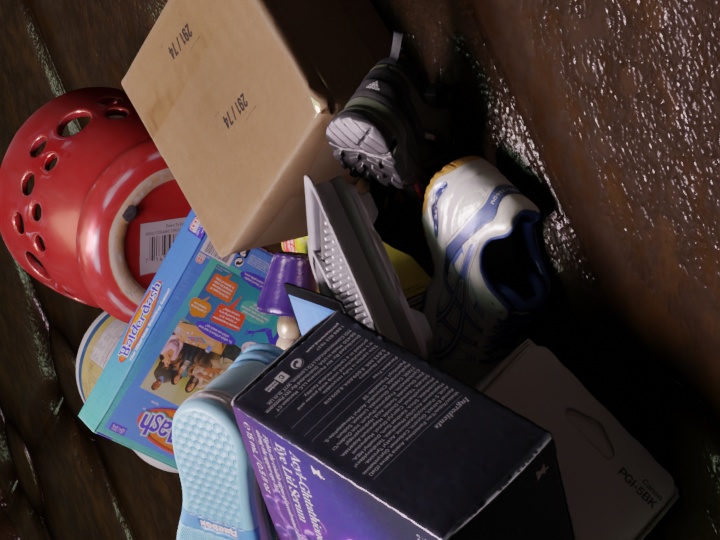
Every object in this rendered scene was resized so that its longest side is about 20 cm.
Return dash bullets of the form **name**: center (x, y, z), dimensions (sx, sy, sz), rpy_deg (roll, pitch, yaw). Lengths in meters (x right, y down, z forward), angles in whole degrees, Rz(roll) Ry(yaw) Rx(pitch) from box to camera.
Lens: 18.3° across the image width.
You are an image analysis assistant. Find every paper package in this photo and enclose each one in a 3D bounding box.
- **paper package**: center (-0.070, -0.142, 1.691), dimensions (0.192, 0.103, 0.200), rpy_deg (59, 141, 20)

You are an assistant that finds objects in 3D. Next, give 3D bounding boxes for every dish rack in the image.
- **dish rack**: center (0.010, 0.028, 1.589), dimensions (0.200, 0.043, 0.173), rpy_deg (87, 161, -69)

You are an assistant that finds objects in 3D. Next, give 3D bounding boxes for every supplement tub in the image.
- **supplement tub**: center (-0.188, 0.116, 2.220), dimensions (0.200, 0.144, 0.146), rpy_deg (28, 134, 60)

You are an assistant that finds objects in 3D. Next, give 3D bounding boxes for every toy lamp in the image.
- **toy lamp**: center (-0.061, 0.086, 1.795), dimensions (0.058, 0.058, 0.202), rpy_deg (-167, 82, -65)

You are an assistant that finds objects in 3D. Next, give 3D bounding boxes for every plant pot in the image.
- **plant pot**: center (-0.213, -0.057, 2.070), dimensions (0.182, 0.199, 0.202), rpy_deg (23, 130, 52)

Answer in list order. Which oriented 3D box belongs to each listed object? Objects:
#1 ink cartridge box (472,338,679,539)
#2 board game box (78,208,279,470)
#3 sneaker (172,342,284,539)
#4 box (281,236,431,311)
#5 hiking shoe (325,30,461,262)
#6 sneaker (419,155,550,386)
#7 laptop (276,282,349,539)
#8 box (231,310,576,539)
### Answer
- **ink cartridge box**: center (0.111, 0.150, 1.538), dimensions (0.147, 0.083, 0.200), rpy_deg (45, 156, 4)
- **board game box**: center (-0.124, 0.071, 1.882), dimensions (0.201, 0.151, 0.045), rpy_deg (-60, 31, 1)
- **sneaker**: center (-0.067, 0.140, 1.553), dimensions (0.079, 0.131, 0.201), rpy_deg (20, 131, 21)
- **box**: center (0.000, 0.000, 1.785), dimensions (0.200, 0.050, 0.076), rpy_deg (50, 152, 43)
- **hiking shoe**: center (0.046, -0.079, 1.585), dimensions (0.075, 0.101, 0.200), rpy_deg (20, 158, 27)
- **sneaker**: center (0.090, 0.023, 1.553), dimensions (0.088, 0.075, 0.201), rpy_deg (36, 145, 45)
- **laptop**: center (-0.050, 0.127, 1.648), dimensions (0.103, 0.201, 0.177), rpy_deg (34, 175, -14)
- **box**: center (0.032, 0.142, 1.430), dimensions (0.199, 0.104, 0.149), rpy_deg (28, 148, 39)
